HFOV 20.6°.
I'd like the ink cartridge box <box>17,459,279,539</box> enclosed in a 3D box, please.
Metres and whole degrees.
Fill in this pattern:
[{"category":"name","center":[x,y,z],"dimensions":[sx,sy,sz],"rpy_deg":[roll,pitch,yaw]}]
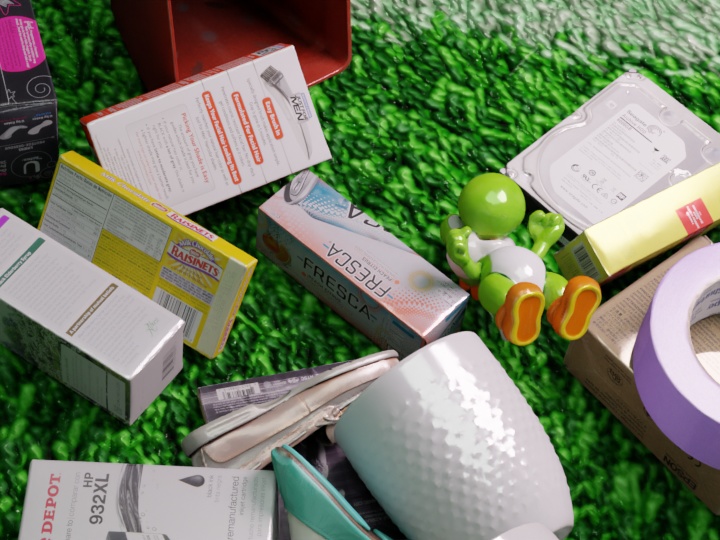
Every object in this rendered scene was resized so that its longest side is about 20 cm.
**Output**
[{"category":"ink cartridge box","center":[-0.168,0.233,1.564],"dimensions":[0.200,0.084,0.145],"rpy_deg":[3,55,1]}]

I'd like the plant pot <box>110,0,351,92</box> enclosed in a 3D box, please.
[{"category":"plant pot","center":[-0.141,-0.276,1.880],"dimensions":[0.200,0.200,0.176],"rpy_deg":[-29,52,-25]}]

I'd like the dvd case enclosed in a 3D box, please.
[{"category":"dvd case","center":[-0.044,0.173,1.675],"dimensions":[0.148,0.016,0.200],"rpy_deg":[-9,56,-14]}]

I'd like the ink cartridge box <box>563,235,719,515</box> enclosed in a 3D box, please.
[{"category":"ink cartridge box","center":[0.306,0.090,1.743],"dimensions":[0.165,0.075,0.200],"rpy_deg":[-31,64,-27]}]

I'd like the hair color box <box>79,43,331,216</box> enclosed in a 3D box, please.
[{"category":"hair color box","center":[-0.139,-0.119,1.789],"dimensions":[0.200,0.064,0.111],"rpy_deg":[-21,104,-9]}]

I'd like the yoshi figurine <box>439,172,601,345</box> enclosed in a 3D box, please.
[{"category":"yoshi figurine","center":[0.129,-0.021,1.742],"dimensions":[0.112,0.112,0.200],"rpy_deg":[-40,36,0]}]

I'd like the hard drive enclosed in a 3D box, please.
[{"category":"hard drive","center":[0.244,-0.097,1.890],"dimensions":[0.200,0.038,0.140],"rpy_deg":[-36,67,-28]}]

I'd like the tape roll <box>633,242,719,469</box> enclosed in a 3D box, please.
[{"category":"tape roll","center":[0.334,0.073,1.673],"dimensions":[0.200,0.066,0.200],"rpy_deg":[3,54,-5]}]

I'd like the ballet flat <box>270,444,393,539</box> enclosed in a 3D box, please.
[{"category":"ballet flat","center":[-0.010,0.222,1.573],"dimensions":[0.200,0.067,0.070],"rpy_deg":[41,85,-18]}]

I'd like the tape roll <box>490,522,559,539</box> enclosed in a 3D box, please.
[{"category":"tape roll","center":[0.089,0.284,1.500],"dimensions":[0.202,0.203,0.071],"rpy_deg":[-30,64,-25]}]

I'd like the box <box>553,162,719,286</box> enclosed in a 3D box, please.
[{"category":"box","center":[0.276,-0.044,1.797],"dimensions":[0.200,0.075,0.050],"rpy_deg":[-25,82,-25]}]

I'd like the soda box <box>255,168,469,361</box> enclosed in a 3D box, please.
[{"category":"soda box","center":[0.000,0.000,1.774],"dimensions":[0.200,0.064,0.068],"rpy_deg":[38,59,18]}]

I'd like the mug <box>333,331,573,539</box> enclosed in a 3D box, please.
[{"category":"mug","center":[0.100,0.161,1.630],"dimensions":[0.200,0.148,0.175],"rpy_deg":[-7,55,-56]}]

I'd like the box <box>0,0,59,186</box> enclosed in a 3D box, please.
[{"category":"box","center":[-0.359,-0.182,1.826],"dimensions":[0.132,0.115,0.200],"rpy_deg":[-11,56,-13]}]

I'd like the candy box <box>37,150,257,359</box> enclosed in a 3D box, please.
[{"category":"candy box","center":[-0.192,-0.014,1.738],"dimensions":[0.200,0.102,0.026],"rpy_deg":[31,27,14]}]

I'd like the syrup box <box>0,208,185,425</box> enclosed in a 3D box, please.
[{"category":"syrup box","center":[-0.254,0.039,1.704],"dimensions":[0.200,0.079,0.081],"rpy_deg":[31,57,15]}]

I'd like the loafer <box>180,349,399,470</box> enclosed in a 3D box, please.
[{"category":"loafer","center":[-0.049,0.131,1.661],"dimensions":[0.200,0.072,0.063],"rpy_deg":[-22,77,-14]}]
